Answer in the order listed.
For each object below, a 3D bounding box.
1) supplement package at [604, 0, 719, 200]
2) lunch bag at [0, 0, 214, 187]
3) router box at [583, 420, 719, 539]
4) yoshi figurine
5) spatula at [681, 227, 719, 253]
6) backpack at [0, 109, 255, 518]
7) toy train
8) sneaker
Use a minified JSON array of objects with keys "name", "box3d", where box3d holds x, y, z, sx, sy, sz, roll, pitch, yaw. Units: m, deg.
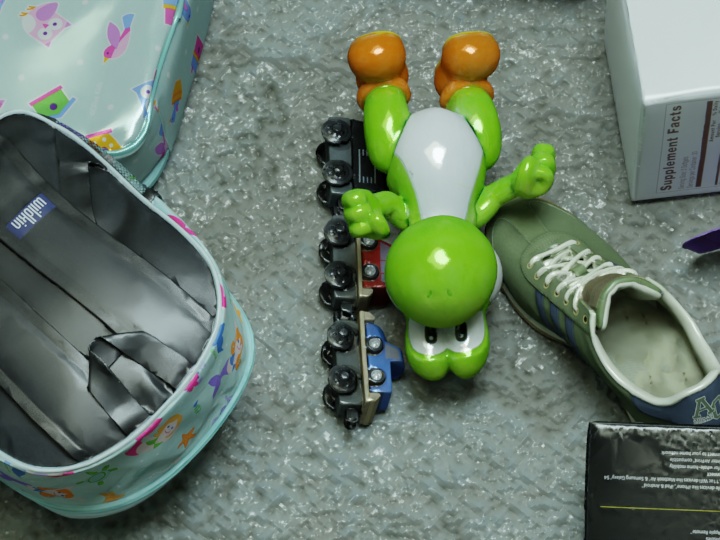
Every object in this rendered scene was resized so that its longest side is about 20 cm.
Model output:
[{"name":"supplement package","box3d":[0.247,-0.126,1.569,0.199,0.117,0.117,-6,62,0]},{"name":"lunch bag","box3d":[-0.178,-0.144,1.632,0.160,0.077,0.201,7,62,9]},{"name":"router box","box3d":[0.215,0.156,1.427,0.199,0.051,0.150,2,87,5]},{"name":"yoshi figurine","box3d":[0.045,-0.042,1.521,0.112,0.112,0.201,-22,62,35]},{"name":"spatula","box3d":[0.267,-0.059,1.521,0.200,0.056,0.021,-35,72,18]},{"name":"backpack","box3d":[-0.160,0.035,1.491,0.200,0.151,0.178,35,76,28]},{"name":"toy train","box3d":[0.000,0.000,1.568,0.046,0.034,0.201,3,60,-9]},{"name":"sneaker","box3d":[0.140,0.019,1.514,0.067,0.090,0.200,-33,64,-12]}]
